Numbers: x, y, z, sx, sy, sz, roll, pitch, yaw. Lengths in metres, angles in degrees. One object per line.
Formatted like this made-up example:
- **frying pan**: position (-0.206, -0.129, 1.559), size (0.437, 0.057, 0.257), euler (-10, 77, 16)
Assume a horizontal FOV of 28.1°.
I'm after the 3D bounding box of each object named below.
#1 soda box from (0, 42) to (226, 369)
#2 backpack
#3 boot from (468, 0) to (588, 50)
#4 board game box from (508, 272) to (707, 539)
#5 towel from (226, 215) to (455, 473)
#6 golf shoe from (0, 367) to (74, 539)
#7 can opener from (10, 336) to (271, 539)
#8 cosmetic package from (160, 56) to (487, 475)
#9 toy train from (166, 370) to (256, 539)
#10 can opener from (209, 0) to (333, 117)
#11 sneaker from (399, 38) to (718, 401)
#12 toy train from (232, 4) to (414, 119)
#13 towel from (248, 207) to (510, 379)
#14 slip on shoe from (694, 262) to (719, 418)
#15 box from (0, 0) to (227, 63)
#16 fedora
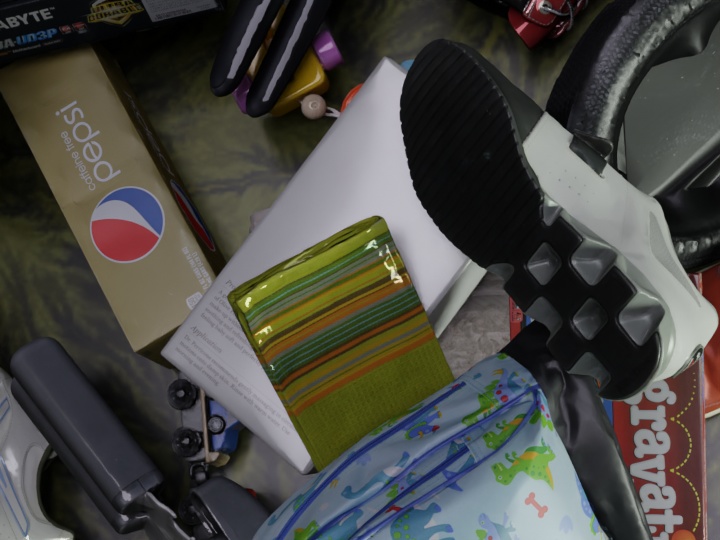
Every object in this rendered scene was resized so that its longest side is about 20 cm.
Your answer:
- **soda box**: position (-0.142, -0.045, 0.863), size (0.064, 0.068, 0.200), euler (-31, 74, 3)
- **backpack**: position (0.039, 0.143, 0.685), size (0.199, 0.154, 0.164), euler (-22, 107, 0)
- **boot**: position (0.157, -0.186, 0.825), size (0.199, 0.072, 0.145), euler (14, 80, 30)
- **board game box**: position (0.133, 0.102, 0.774), size (0.102, 0.019, 0.201), euler (-2, 91, 16)
- **towel**: position (0.013, 0.075, 0.730), size (0.086, 0.018, 0.201), euler (-29, 114, -6)
- **golf shoe**: position (-0.222, 0.088, 0.861), size (0.097, 0.078, 0.201), euler (-7, 74, -17)
- **can opener**: position (-0.116, 0.113, 0.806), size (0.067, 0.053, 0.200), euler (-32, 69, -28)
- **cosmetic package**: position (0.000, 0.000, 0.777), size (0.108, 0.085, 0.200), euler (40, 92, 12)
- **toy train**: position (-0.079, 0.145, 0.827), size (0.046, 0.034, 0.201), euler (-9, 77, 5)
- **can opener**: position (-0.030, -0.183, 0.828), size (0.063, 0.079, 0.201), euler (20, 86, -28)
- **sneaker**: position (0.095, -0.029, 0.697), size (0.200, 0.088, 0.074), euler (57, 131, 17)
- **toy train**: position (-0.002, -0.148, 0.868), size (0.149, 0.056, 0.201), euler (-1, 80, 8)
- **towel**: position (0.034, 0.020, 0.832), size (0.199, 0.034, 0.133), euler (-6, 76, 10)
- **slip on shoe**: position (0.220, 0.020, 0.782), size (0.199, 0.061, 0.074), euler (-29, 76, 5)
- **box**: position (-0.162, -0.223, 0.880), size (0.158, 0.046, 0.201), euler (-11, 53, 9)
- **fedora**: position (0.173, -0.098, 0.786), size (0.201, 0.201, 0.092), euler (-49, 38, -2)
